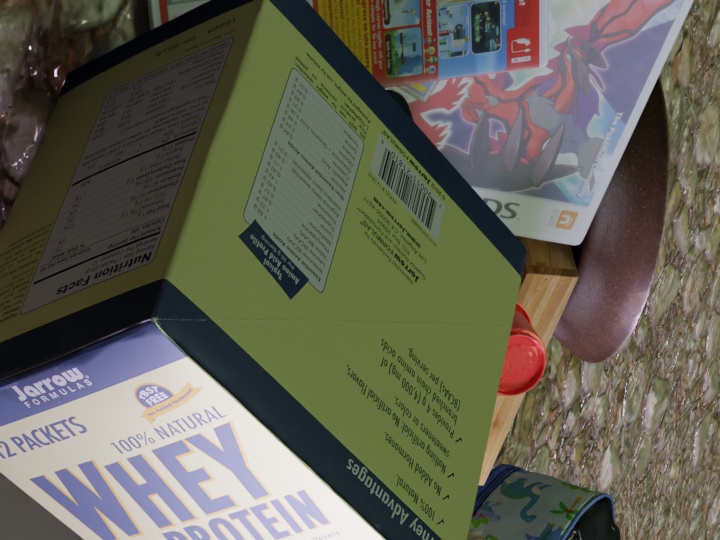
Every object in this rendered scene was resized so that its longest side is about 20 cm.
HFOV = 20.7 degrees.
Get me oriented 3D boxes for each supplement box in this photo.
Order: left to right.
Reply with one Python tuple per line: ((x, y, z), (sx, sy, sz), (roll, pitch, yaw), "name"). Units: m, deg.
((-0.048, 0.023, 0.862), (0.200, 0.133, 0.201), (45, 42, -30), "supplement box")

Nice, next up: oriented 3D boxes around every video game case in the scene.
((-0.006, -0.153, 0.953), (0.017, 0.198, 0.144), (-110, -166, -57), "video game case")
((0.076, -0.111, 1.037), (0.181, 0.023, 0.201), (8, 120, -26), "video game case")

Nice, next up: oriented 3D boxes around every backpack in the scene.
((0.093, 0.238, 1.362), (0.183, 0.146, 0.201), (-45, 145, -43), "backpack")

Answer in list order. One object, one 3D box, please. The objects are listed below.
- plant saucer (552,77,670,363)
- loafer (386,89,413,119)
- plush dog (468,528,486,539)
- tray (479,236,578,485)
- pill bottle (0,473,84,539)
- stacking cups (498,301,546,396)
((0.132, -0.045, 1.195), (0.200, 0.036, 0.203), (-176, -90, -76), "plant saucer")
((0.000, 0.000, 1.029), (0.073, 0.072, 0.202), (-53, 139, -56), "loafer")
((-0.008, 0.216, 1.132), (0.160, 0.199, 0.173), (-40, 139, -25), "plush dog")
((0.081, 0.033, 1.231), (0.201, 0.037, 0.099), (108, -19, -45), "tray")
((-0.102, 0.124, 0.965), (0.200, 0.110, 0.112), (20, 85, -64), "pill bottle")
((0.063, 0.011, 1.144), (0.060, 0.200, 0.061), (-6, 113, -15), "stacking cups")
